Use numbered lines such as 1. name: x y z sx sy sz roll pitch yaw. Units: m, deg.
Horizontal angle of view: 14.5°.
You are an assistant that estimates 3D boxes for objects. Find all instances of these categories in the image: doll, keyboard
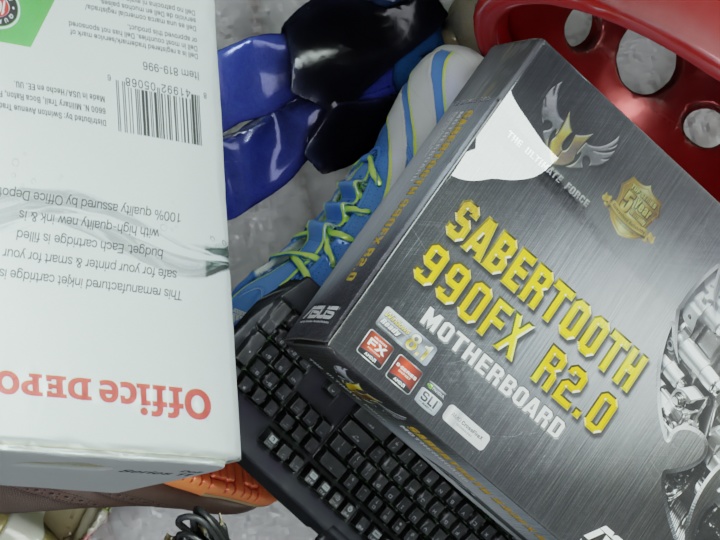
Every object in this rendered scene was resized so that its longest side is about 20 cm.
1. doll: -0.013 -0.075 1.244 0.200 0.048 0.137 -27 121 -17
2. keyboard: -0.005 0.105 1.189 0.127 0.021 0.200 -48 118 -3

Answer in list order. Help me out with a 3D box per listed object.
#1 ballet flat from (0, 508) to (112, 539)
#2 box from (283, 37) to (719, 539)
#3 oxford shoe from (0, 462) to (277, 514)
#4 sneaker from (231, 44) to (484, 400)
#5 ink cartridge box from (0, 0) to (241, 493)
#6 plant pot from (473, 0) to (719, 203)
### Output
1. ballet flat: -0.139 0.094 1.255 0.076 0.064 0.200 31 93 -8
2. box: 0.091 0.028 1.175 0.200 0.048 0.159 42 75 -20
3. oxford shoe: -0.126 0.069 1.194 0.200 0.071 0.073 20 128 -27
4. sneaker: 0.000 0.000 1.199 0.105 0.076 0.201 4 102 -41
5. ink cartridge box: -0.130 -0.018 1.099 0.146 0.083 0.201 9 71 -41
6. plant pot: 0.177 -0.119 1.186 0.200 0.200 0.183 40 76 -9
